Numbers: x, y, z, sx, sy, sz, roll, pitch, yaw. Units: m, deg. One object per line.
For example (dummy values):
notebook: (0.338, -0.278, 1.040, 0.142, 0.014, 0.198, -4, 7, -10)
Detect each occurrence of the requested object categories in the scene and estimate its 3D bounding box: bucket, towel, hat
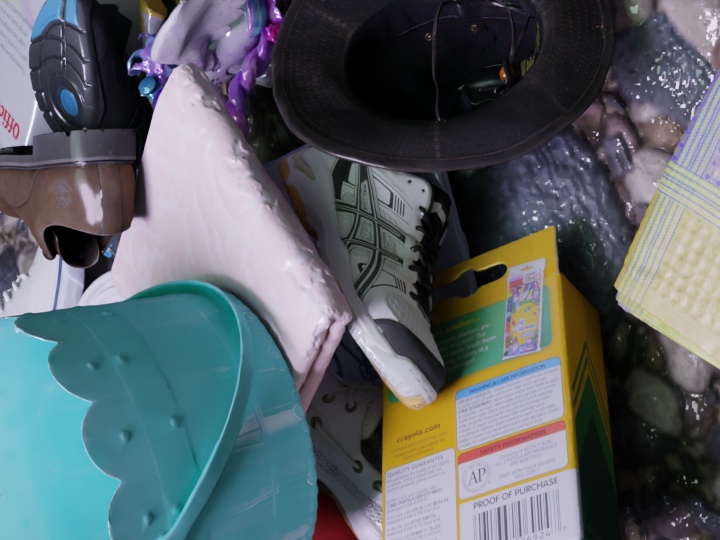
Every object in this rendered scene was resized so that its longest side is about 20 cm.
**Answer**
bucket: (-0.125, 0.108, 0.903, 0.206, 0.134, 0.210, 27, 123, 50)
towel: (-0.083, 0.011, 0.958, 0.201, 0.032, 0.192, 56, 142, 29)
towel: (0.221, -0.031, 0.831, 0.143, 0.023, 0.202, 38, 116, 36)
hat: (0.050, -0.111, 0.927, 0.201, 0.200, 0.081, 45, 165, 32)

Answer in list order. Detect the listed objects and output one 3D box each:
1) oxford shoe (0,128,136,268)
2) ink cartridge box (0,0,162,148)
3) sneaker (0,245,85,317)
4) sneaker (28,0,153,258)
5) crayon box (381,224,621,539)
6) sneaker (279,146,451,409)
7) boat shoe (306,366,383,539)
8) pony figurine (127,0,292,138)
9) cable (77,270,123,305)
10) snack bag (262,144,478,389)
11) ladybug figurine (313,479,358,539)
oxford shoe: (-0.203, -0.043, 1.043, 0.199, 0.072, 0.086, -2, 94, 63)
ink cartridge box: (-0.218, -0.190, 1.180, 0.146, 0.082, 0.202, 42, 121, 49)
sneaker: (-0.254, 0.040, 1.213, 0.073, 0.070, 0.202, 132, 146, -57)
sneaker: (-0.175, -0.111, 1.120, 0.073, 0.082, 0.202, 29, 138, 39)
crayon box: (0.076, 0.087, 0.900, 0.125, 0.052, 0.202, -22, 49, 28)
sneaker: (0.019, -0.014, 0.931, 0.087, 0.076, 0.201, -26, 53, 2)
boat shoe: (-0.001, 0.100, 0.997, 0.200, 0.071, 0.069, 49, 124, 10)
pony figurine: (-0.081, -0.154, 1.041, 0.193, 0.165, 0.202, -45, 48, 43)
cable: (-0.135, 0.090, 1.135, 0.199, 0.069, 0.202, 30, 116, 43)
snack bag: (0.000, 0.000, 1.044, 0.188, 0.021, 0.202, -23, 78, 42)
ladybug figurine: (-0.019, 0.221, 1.034, 0.200, 0.072, 0.137, 46, 123, 28)
